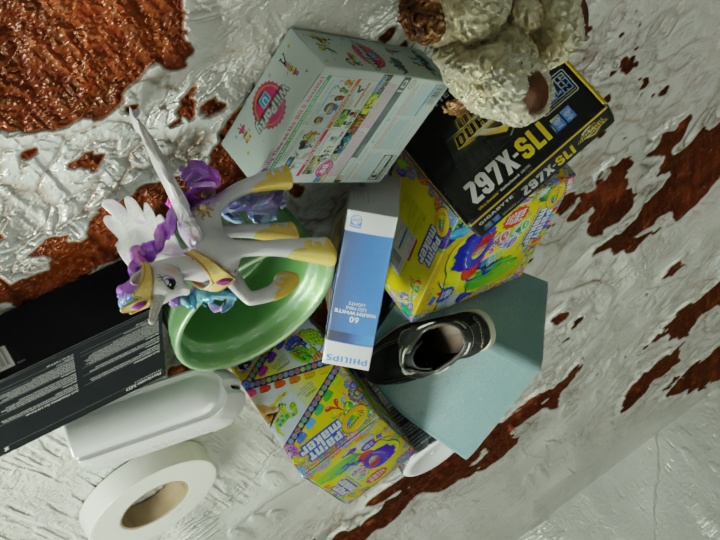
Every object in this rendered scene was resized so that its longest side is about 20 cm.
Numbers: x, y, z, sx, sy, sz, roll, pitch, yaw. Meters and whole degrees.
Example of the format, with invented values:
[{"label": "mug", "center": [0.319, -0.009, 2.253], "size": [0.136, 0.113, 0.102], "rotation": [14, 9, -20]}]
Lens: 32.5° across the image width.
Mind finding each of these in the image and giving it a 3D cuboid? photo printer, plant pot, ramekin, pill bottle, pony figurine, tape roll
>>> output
[{"label": "photo printer", "center": [-0.231, 0.168, 1.438], "size": [0.198, 0.070, 0.166], "rotation": [-19, 171, -4]}, {"label": "plant pot", "center": [0.115, 0.089, 1.661], "size": [0.196, 0.199, 0.197], "rotation": [-56, -169, 35]}, {"label": "ramekin", "center": [-0.136, 0.008, 1.349], "size": [0.199, 0.098, 0.201], "rotation": [-29, 153, -16]}, {"label": "pill bottle", "center": [0.054, 0.182, 1.756], "size": [0.106, 0.201, 0.106], "rotation": [-27, 155, -14]}, {"label": "pony figurine", "center": [-0.148, -0.039, 1.132], "size": [0.199, 0.194, 0.167], "rotation": [-12, 143, -26]}, {"label": "tape roll", "center": [-0.294, 0.314, 1.722], "size": [0.202, 0.037, 0.203], "rotation": [-30, 154, -16]}]

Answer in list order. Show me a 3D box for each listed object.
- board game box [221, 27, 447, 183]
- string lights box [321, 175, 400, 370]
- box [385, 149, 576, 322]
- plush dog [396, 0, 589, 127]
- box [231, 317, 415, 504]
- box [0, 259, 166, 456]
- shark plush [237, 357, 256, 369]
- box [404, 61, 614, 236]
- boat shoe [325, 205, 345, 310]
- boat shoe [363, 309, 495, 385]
[{"label": "board game box", "center": [-0.022, -0.161, 1.257], "size": [0.199, 0.064, 0.148], "rotation": [-5, 138, -51]}, {"label": "string lights box", "center": [0.000, 0.000, 1.408], "size": [0.058, 0.103, 0.201], "rotation": [9, 120, -1]}, {"label": "box", "center": [0.129, -0.069, 1.533], "size": [0.192, 0.122, 0.201], "rotation": [-22, 151, -31]}, {"label": "plush dog", "center": [0.109, -0.239, 1.204], "size": [0.160, 0.172, 0.200], "rotation": [-13, -148, 43]}, {"label": "box", "center": [-0.049, 0.178, 1.613], "size": [0.122, 0.193, 0.200], "rotation": [-37, 155, 0]}, {"label": "box", "center": [-0.308, 0.090, 1.289], "size": [0.199, 0.079, 0.142], "rotation": [-26, 149, -24]}, {"label": "shark plush", "center": [-0.130, 0.047, 1.504], "size": [0.200, 0.091, 0.083], "rotation": [-46, -178, -32]}, {"label": "box", "center": [0.155, -0.161, 1.370], "size": [0.200, 0.160, 0.049], "rotation": [-41, 154, 8]}, {"label": "boat shoe", "center": [-0.003, -0.003, 1.507], "size": [0.073, 0.067, 0.201], "rotation": [0, 141, -8]}, {"label": "boat shoe", "center": [0.071, 0.099, 1.538], "size": [0.199, 0.072, 0.067], "rotation": [-23, -177, 39]}]
